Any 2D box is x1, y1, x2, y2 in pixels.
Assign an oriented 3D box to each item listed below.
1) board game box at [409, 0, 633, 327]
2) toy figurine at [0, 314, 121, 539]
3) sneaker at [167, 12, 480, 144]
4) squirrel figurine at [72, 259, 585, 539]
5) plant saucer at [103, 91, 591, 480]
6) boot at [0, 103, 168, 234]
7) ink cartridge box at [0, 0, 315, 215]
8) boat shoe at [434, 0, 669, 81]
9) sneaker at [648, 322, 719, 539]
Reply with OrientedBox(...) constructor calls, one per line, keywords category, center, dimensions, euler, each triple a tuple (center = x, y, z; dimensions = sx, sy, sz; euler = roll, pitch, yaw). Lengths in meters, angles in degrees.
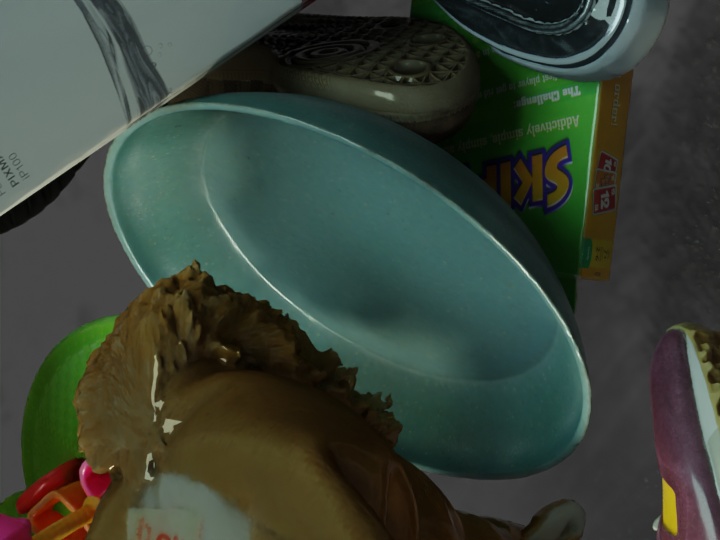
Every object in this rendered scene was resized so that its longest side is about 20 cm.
OrientedBox(category="board game box", center=(0.059, -0.082, 0.800), dimensions=(0.095, 0.030, 0.200), euler=(8, 91, 42))
OrientedBox(category="toy figurine", center=(-0.150, 0.125, 0.845), dimensions=(0.200, 0.184, 0.150), euler=(-40, 80, 36))
OrientedBox(category="sneaker", center=(-0.012, -0.056, 0.823), dimensions=(0.200, 0.070, 0.076), euler=(21, 125, 59))
OrientedBox(category="squirrel figurine", center=(-0.005, 0.089, 0.748), dimensions=(0.142, 0.187, 0.200), euler=(-47, 54, 27))
OrientedBox(category="plant saucer", center=(0.000, 0.000, 0.775), dimensions=(0.200, 0.200, 0.036), euler=(5, 51, 40))
OrientedBox(category="boot", center=(-0.177, -0.068, 0.903), dimensions=(0.138, 0.200, 0.078), euler=(6, 116, 44))
OrientedBox(category="ink cartridge box", center=(-0.110, -0.092, 0.759), dimensions=(0.083, 0.200, 0.146), euler=(59, 158, -15))
OrientedBox(category="boat shoe", center=(0.026, -0.136, 0.771), dimensions=(0.200, 0.068, 0.072), euler=(47, 117, 33))
OrientedBox(category="sneaker", center=(0.115, 0.120, 0.713), dimensions=(0.090, 0.075, 0.200), euler=(-23, 73, 32))
